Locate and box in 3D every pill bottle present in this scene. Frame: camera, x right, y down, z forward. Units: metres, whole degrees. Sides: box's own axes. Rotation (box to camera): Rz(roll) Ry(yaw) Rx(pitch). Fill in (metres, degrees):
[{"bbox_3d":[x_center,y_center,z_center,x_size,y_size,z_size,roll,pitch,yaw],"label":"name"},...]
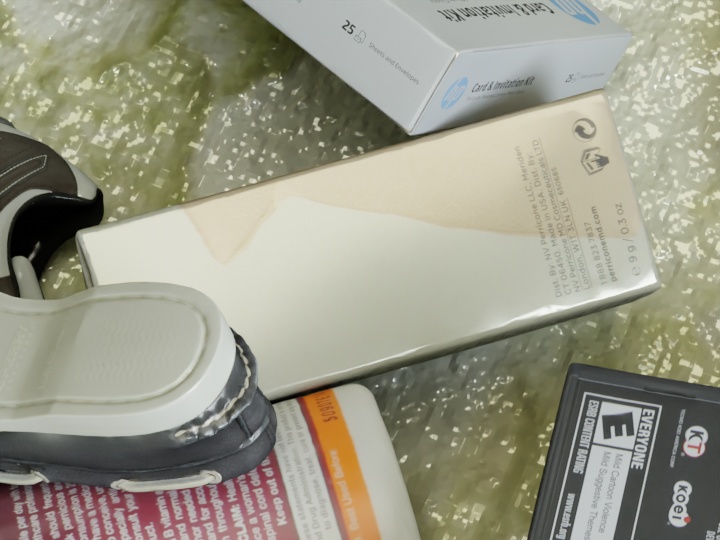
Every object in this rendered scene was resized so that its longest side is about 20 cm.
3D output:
[{"bbox_3d":[-0.079,0.118,0.961,0.199,0.114,0.114,-15,64,-4],"label":"pill bottle"}]

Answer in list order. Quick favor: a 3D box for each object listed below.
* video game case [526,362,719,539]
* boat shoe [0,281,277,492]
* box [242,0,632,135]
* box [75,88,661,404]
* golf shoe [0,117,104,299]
[{"bbox_3d":[0.128,0.130,0.779,0.180,0.026,0.200,9,60,12],"label":"video game case"},{"bbox_3d":[-0.120,0.039,0.942,0.200,0.060,0.074,-1,52,28],"label":"boat shoe"},{"bbox_3d":[-0.009,-0.130,1.061,0.200,0.156,0.041,41,114,19],"label":"box"},{"bbox_3d":[0.000,0.000,1.012,0.200,0.095,0.078,-15,87,-7],"label":"box"},{"bbox_3d":[-0.167,0.027,1.031,0.094,0.078,0.200,20,68,12],"label":"golf shoe"}]
